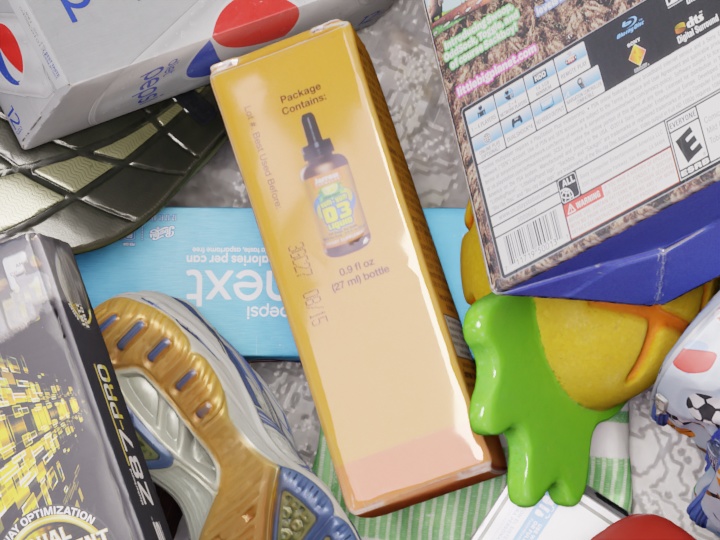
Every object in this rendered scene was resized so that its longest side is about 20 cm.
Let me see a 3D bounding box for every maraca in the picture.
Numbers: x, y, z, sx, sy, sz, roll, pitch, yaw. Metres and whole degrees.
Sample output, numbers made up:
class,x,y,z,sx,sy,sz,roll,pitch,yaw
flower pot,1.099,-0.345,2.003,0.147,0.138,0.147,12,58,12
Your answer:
class,x,y,z,sx,sy,sz,roll,pitch,yaw
maraca,0.091,0.005,1.202,0.106,0.137,0.201,-4,45,34

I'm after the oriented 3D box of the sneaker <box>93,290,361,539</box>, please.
class,x,y,z,sx,sy,sz,roll,pitch,yaw
sneaker,-0.042,0.091,1.223,0.075,0.088,0.201,-31,89,16

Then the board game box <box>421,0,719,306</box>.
class,x,y,z,sx,sy,sz,roll,pitch,yaw
board game box,0.113,-0.108,1.092,0.159,0.096,0.201,-28,67,41

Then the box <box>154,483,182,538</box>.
class,x,y,z,sx,sy,sz,roll,pitch,yaw
box,-0.195,0.130,1.247,0.163,0.200,0.167,22,91,13

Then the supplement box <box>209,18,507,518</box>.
class,x,y,z,sx,sy,sz,roll,pitch,yaw
supplement box,0.000,0.000,1.217,0.066,0.069,0.201,-19,84,9

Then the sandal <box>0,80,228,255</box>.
class,x,y,z,sx,sy,sz,roll,pitch,yaw
sandal,-0.101,-0.063,1.281,0.201,0.057,0.080,-38,86,-35

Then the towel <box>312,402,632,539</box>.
class,x,y,z,sx,sy,sz,roll,pitch,yaw
towel,0.043,0.149,1.282,0.151,0.023,0.202,4,86,12

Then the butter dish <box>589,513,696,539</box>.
class,x,y,z,sx,sy,sz,roll,pitch,yaw
butter dish,0.120,0.214,1.081,0.200,0.199,0.148,40,115,15

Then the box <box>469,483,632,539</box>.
class,x,y,z,sx,sy,sz,roll,pitch,yaw
box,0.124,0.178,1.228,0.199,0.060,0.117,35,91,5

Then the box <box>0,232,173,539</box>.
class,x,y,z,sx,sy,sz,roll,pitch,yaw
box,-0.181,0.096,1.119,0.199,0.049,0.162,-21,79,10

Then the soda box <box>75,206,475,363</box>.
class,x,y,z,sx,sy,sz,roll,pitch,yaw
soda box,-0.039,0.007,1.291,0.199,0.064,0.068,0,86,13

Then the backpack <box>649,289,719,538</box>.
class,x,y,z,sx,sy,sz,roll,pitch,yaw
backpack,0.205,0.056,1.167,0.200,0.191,0.154,-39,70,-12

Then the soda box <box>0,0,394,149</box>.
class,x,y,z,sx,sy,sz,roll,pitch,yaw
soda box,-0.070,-0.122,1.250,0.199,0.063,0.069,-22,78,-34
